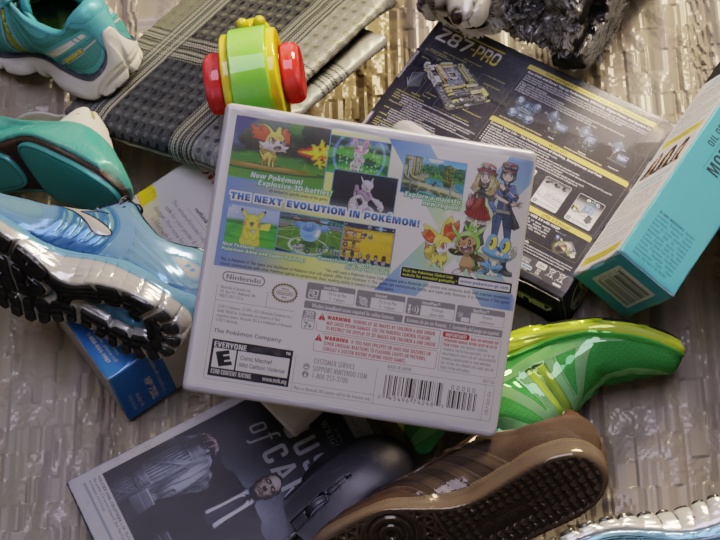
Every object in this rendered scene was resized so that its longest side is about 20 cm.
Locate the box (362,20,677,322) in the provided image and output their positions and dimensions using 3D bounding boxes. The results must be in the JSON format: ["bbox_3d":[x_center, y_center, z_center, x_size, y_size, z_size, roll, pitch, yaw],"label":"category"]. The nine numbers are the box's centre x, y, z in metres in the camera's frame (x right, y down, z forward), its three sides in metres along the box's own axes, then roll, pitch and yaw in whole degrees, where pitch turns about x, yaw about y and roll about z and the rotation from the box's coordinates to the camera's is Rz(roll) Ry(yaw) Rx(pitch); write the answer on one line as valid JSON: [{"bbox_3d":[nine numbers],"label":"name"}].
[{"bbox_3d":[0.099,-0.073,1.601,0.200,0.049,0.161,27,70,21],"label":"box"}]

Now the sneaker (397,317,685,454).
[{"bbox_3d":[0.118,0.078,1.512,0.199,0.074,0.084,-11,88,-3],"label":"sneaker"}]

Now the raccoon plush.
[{"bbox_3d":[0.128,-0.209,1.643,0.134,0.097,0.200,19,21,25],"label":"raccoon plush"}]

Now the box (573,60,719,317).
[{"bbox_3d":[0.226,-0.065,1.524,0.049,0.082,0.200,39,71,-6],"label":"box"}]

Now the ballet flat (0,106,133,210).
[{"bbox_3d":[-0.221,-0.088,1.616,0.200,0.067,0.070,6,51,43],"label":"ballet flat"}]

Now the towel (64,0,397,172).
[{"bbox_3d":[-0.090,-0.149,1.642,0.192,0.035,0.200,19,56,45],"label":"towel"}]

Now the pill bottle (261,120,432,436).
[{"bbox_3d":[-0.004,0.007,1.498,0.200,0.113,0.113,-45,64,-4],"label":"pill bottle"}]

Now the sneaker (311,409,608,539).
[{"bbox_3d":[0.063,0.148,1.450,0.199,0.071,0.076,-19,24,10],"label":"sneaker"}]

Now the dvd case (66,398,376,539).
[{"bbox_3d":[-0.076,0.158,1.512,0.200,0.025,0.151,-27,61,-6],"label":"dvd case"}]

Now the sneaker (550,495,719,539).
[{"bbox_3d":[0.183,0.200,1.412,0.199,0.078,0.090,-15,65,2],"label":"sneaker"}]

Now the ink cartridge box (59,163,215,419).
[{"bbox_3d":[-0.114,-0.004,1.583,0.200,0.067,0.116,-34,60,-10],"label":"ink cartridge box"}]

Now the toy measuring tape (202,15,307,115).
[{"bbox_3d":[-0.069,-0.101,1.498,0.073,0.074,0.200,-8,48,4],"label":"toy measuring tape"}]

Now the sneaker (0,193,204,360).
[{"bbox_3d":[-0.184,-0.011,1.530,0.199,0.079,0.090,24,50,19],"label":"sneaker"}]

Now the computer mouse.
[{"bbox_3d":[-0.051,0.169,1.469,0.200,0.034,0.059,-36,64,-12],"label":"computer mouse"}]

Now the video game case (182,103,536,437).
[{"bbox_3d":[0.000,0.000,1.431,0.199,0.022,0.183,9,87,-2],"label":"video game case"}]

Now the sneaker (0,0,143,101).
[{"bbox_3d":[-0.236,-0.191,1.684,0.200,0.080,0.078,20,58,44],"label":"sneaker"}]
